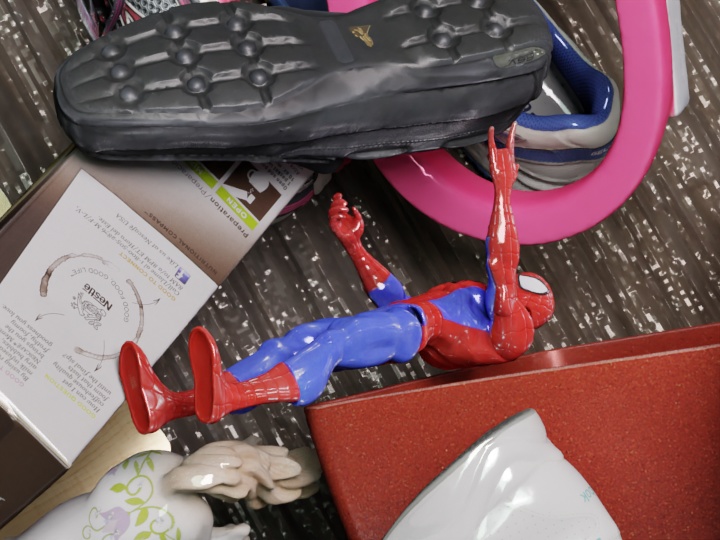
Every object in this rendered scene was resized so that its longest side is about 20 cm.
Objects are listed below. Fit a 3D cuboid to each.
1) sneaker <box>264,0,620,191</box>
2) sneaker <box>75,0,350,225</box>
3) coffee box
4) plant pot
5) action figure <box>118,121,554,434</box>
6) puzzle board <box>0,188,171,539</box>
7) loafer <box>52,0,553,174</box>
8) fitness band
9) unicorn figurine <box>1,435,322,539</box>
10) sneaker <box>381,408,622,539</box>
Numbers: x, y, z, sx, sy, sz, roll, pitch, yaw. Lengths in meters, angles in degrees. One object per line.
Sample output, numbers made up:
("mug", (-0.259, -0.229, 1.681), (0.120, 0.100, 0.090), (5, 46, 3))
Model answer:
("sneaker", (0.035, -0.114, 1.242), (0.199, 0.088, 0.075), (36, 71, 5))
("sneaker", (-0.089, -0.104, 1.223), (0.075, 0.081, 0.200), (-43, 81, -7))
("coffee box", (-0.114, 0.010, 1.120), (0.080, 0.113, 0.200), (44, 47, -7))
("plant pot", (0.123, 0.114, 1.103), (0.199, 0.200, 0.178), (-11, 89, 32))
("action figure", (0.000, 0.000, 1.092), (0.199, 0.065, 0.100), (-6, 88, -43))
("puzzle board", (-0.200, 0.065, 1.180), (0.199, 0.017, 0.151), (-32, 81, -17))
("loafer", (-0.021, -0.065, 1.107), (0.199, 0.071, 0.068), (-9, 49, -19))
("fitness band", (0.056, -0.107, 1.164), (0.143, 0.037, 0.201), (-3, 111, 22))
("unicorn figurine", (-0.111, 0.120, 1.110), (0.074, 0.137, 0.200), (46, 106, 14))
("sneaker", (0.010, 0.142, 1.010), (0.200, 0.070, 0.080), (-43, 87, 12))
